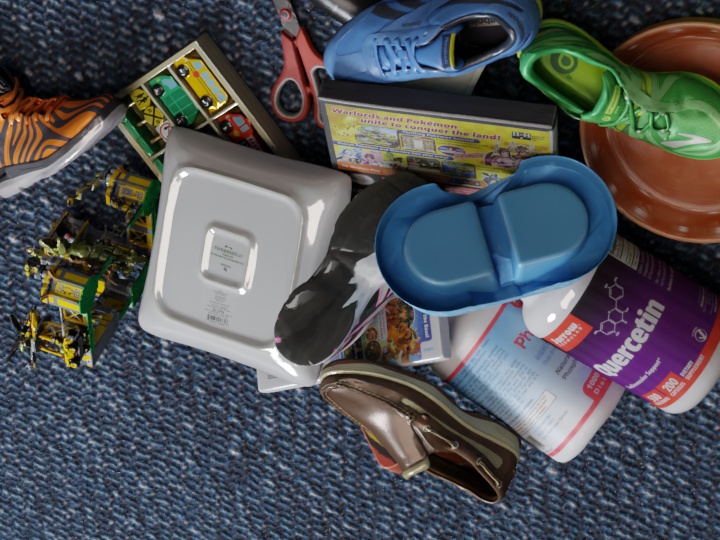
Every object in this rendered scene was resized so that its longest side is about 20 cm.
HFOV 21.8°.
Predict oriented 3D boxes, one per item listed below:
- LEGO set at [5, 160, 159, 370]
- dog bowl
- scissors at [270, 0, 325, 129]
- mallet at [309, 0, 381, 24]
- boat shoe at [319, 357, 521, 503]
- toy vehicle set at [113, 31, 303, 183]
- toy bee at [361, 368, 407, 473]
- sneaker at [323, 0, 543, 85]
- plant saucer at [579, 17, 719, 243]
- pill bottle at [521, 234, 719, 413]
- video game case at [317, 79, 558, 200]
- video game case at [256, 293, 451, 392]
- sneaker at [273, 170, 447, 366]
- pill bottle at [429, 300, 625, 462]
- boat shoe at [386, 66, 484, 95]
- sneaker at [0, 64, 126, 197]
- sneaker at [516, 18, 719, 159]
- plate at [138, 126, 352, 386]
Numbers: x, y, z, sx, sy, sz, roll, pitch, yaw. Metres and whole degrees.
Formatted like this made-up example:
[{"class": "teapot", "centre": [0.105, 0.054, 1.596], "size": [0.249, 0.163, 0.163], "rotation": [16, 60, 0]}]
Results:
[{"class": "LEGO set", "centre": [-0.274, -0.010, 1.748], "size": [0.116, 0.200, 0.154], "rotation": [17, 147, 12]}, {"class": "dog bowl", "centre": [0.112, -0.023, 1.541], "size": [0.200, 0.050, 0.112], "rotation": [-15, 71, -1]}, {"class": "scissors", "centre": [-0.055, -0.218, 1.656], "size": [0.073, 0.014, 0.200], "rotation": [3, 117, 21]}, {"class": "mallet", "centre": [0.015, -0.298, 1.575], "size": [0.066, 0.041, 0.200], "rotation": [26, 118, 1]}, {"class": "boat shoe", "centre": [0.052, 0.145, 1.643], "size": [0.202, 0.075, 0.075], "rotation": [25, 146, -16]}, {"class": "toy vehicle set", "centre": [-0.132, -0.108, 1.732], "size": [0.124, 0.027, 0.200], "rotation": [-30, 103, 30]}, {"class": "toy bee", "centre": [0.010, 0.083, 1.737], "size": [0.109, 0.131, 0.200], "rotation": [-41, 87, 7]}, {"class": "sneaker", "centre": [0.050, -0.186, 1.522], "size": [0.200, 0.078, 0.066], "rotation": [-11, 114, 27]}, {"class": "plant saucer", "centre": [0.286, -0.119, 1.574], "size": [0.200, 0.032, 0.200], "rotation": [8, 118, 16]}, {"class": "pill bottle", "centre": [0.220, 0.033, 1.616], "size": [0.200, 0.112, 0.112], "rotation": [30, 123, -8]}, {"class": "video game case", "centre": [0.072, -0.093, 1.610], "size": [0.200, 0.026, 0.181], "rotation": [8, 151, 12]}, {"class": "video game case", "centre": [-0.014, 0.025, 1.676], "size": [0.200, 0.018, 0.143], "rotation": [-12, 77, 32]}, {"class": "sneaker", "centre": [0.000, 0.000, 1.615], "size": [0.080, 0.086, 0.200], "rotation": [43, 86, 11]}, {"class": "pill bottle", "centre": [0.134, 0.075, 1.687], "size": [0.200, 0.109, 0.109], "rotation": [35, 123, -2]}, {"class": "boat shoe", "centre": [0.076, -0.186, 1.596], "size": [0.073, 0.062, 0.200], "rotation": [36, 122, -6]}, {"class": "sneaker", "centre": [-0.307, -0.144, 1.730], "size": [0.200, 0.078, 0.112], "rotation": [-23, 106, 42]}, {"class": "sneaker", "centre": [0.215, -0.136, 1.523], "size": [0.200, 0.084, 0.074], "rotation": [23, 122, 7]}, {"class": "plate", "centre": [-0.113, -0.012, 1.684], "size": [0.199, 0.032, 0.200], "rotation": [17, 105, 26]}]
